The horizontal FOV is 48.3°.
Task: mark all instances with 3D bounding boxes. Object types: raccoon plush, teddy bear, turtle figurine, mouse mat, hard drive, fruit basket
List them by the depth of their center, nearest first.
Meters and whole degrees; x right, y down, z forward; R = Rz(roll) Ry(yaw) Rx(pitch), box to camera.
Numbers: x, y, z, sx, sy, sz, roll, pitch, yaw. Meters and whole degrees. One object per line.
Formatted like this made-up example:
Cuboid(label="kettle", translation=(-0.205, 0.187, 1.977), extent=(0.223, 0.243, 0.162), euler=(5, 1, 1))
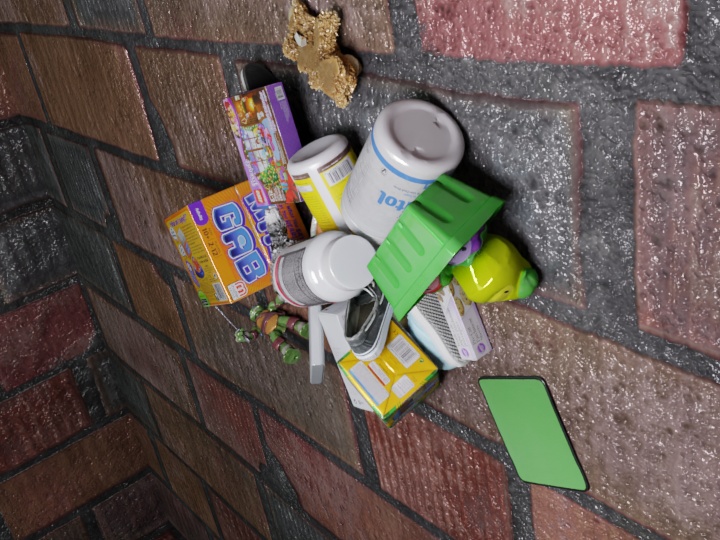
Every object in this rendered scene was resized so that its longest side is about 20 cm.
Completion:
Cuboid(label="fruit basket", translation=(0.137, -0.008, 1.098), extent=(0.215, 0.155, 0.216), euler=(27, 140, 26))
Cuboid(label="teddy bear", translation=(-0.060, -0.344, 1.263), extent=(0.200, 0.067, 0.145), euler=(38, 133, 46))
Cuboid(label="mouse mat", translation=(0.272, 0.258, 1.278), extent=(0.161, 0.008, 0.200), euler=(-13, 104, 59))
Cuboid(label="raccoon plush", translation=(-0.093, -0.021, 1.444), extent=(0.134, 0.097, 0.200), euler=(-1, 137, 12))
Cuboid(label="hard drive", translation=(-0.087, 0.105, 1.557), extent=(0.132, 0.026, 0.200), euler=(100, 167, -67))
Cuboid(label="turtle figurine", translation=(-0.204, 0.106, 1.747), extent=(0.194, 0.144, 0.200), euler=(30, 140, 37))

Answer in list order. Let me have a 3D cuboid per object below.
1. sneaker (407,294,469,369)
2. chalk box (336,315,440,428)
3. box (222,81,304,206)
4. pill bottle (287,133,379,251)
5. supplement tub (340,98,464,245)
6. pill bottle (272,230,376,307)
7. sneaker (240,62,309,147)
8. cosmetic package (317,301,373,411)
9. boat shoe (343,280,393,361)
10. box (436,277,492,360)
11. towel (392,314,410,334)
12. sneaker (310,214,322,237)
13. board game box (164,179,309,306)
Cuboid(label="sneaker", translation=(0.099, 0.080, 1.323), extent=(0.082, 0.074, 0.200), euler=(-30, 87, 46))
Cuboid(label="chalk box", translation=(0.052, 0.182, 1.374), extent=(0.124, 0.124, 0.200), euler=(47, 172, 17))
Cuboid(label="box", translation=(-0.158, -0.213, 1.387), extent=(0.137, 0.039, 0.200), euler=(0, 111, 50))
Cuboid(label="pill bottle", translation=(-0.030, -0.115, 1.320), extent=(0.109, 0.109, 0.200), euler=(9, 134, 54))
Cuboid(label="supplement tub", translation=(0.057, -0.139, 1.168), extent=(0.132, 0.132, 0.200), euler=(53, 149, 16))
Cuboid(label="pill bottle", translation=(-0.054, -0.003, 1.261), extent=(0.200, 0.111, 0.111), euler=(-13, 102, 63))
Cuboid(label="sneaker", translation=(-0.177, -0.269, 1.475), extent=(0.121, 0.084, 0.200), euler=(-26, 93, 50))
Cuboid(label="cosmetic package", translation=(0.008, 0.149, 1.500), extent=(0.074, 0.102, 0.200), euler=(0, 115, 55))
Cuboid(label="boat shoe", translation=(0.016, 0.047, 1.296), extent=(0.072, 0.200, 0.071), euler=(-13, 136, 22))
Cuboid(label="box", translation=(0.149, 0.044, 1.262), extent=(0.039, 0.041, 0.200), euler=(-7, 106, 58))
Cuboid(label="towel", translation=(0.066, 0.048, 1.413), extent=(0.147, 0.022, 0.200), euler=(0, 115, 58))
Cuboid(label="sneaker", translation=(-0.045, -0.134, 1.407), extent=(0.077, 0.073, 0.200), euler=(12, 127, 18))
Cuboid(label="board game box", translation=(-0.240, -0.061, 1.595), extent=(0.200, 0.200, 0.200), euler=(-9, 106, 64))
